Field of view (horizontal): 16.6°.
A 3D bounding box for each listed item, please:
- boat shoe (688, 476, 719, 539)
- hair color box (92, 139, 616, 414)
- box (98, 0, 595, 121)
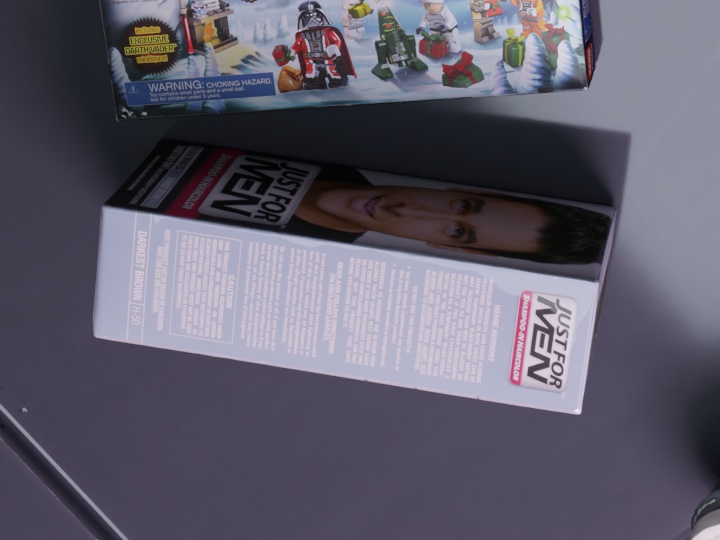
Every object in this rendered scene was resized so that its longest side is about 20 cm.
[{"bbox_3d":[0.233,0.094,1.011,0.200,0.062,0.073,-10,120,24],"label":"boat shoe"},{"bbox_3d":[0.000,0.000,1.012,0.199,0.099,0.061,9,110,7],"label":"hair color box"},{"bbox_3d":[-0.010,-0.136,0.997,0.199,0.040,0.137,-4,108,12],"label":"box"}]
